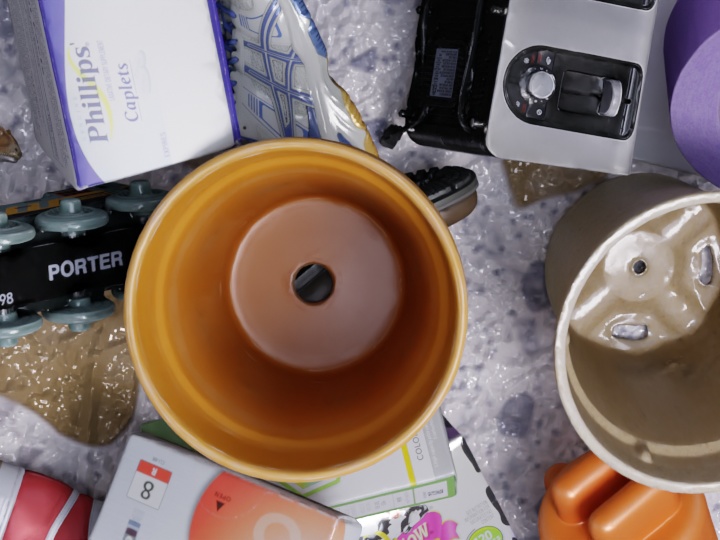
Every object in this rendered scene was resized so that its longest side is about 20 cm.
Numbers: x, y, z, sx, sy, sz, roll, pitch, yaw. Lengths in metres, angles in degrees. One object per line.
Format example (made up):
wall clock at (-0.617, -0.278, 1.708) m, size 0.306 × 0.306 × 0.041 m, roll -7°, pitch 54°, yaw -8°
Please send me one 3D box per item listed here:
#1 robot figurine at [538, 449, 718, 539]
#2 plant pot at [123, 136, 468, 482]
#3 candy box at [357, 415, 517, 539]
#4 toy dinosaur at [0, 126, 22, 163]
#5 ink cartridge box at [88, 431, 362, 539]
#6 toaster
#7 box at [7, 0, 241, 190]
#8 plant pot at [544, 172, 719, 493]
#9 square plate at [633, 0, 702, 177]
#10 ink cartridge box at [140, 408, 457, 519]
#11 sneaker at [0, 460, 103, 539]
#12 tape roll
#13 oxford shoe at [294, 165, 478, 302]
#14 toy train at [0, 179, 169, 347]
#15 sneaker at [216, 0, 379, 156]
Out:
robot figurine at (0.188, 0.196, 1.671) m, size 0.144 × 0.117 × 0.200 m, roll 2°, pitch 144°, yaw 20°
plant pot at (-0.033, 0.017, 1.504) m, size 0.200 × 0.183 × 0.200 m, roll 0°, pitch 94°, yaw 3°
candy box at (0.033, 0.225, 1.693) m, size 0.168 × 0.072 × 0.200 m, roll -30°, pitch 107°, yaw -6°
toy dinosaur at (-0.318, -0.057, 1.559) m, size 0.200 × 0.060 × 0.106 m, roll -4°, pitch 91°, yaw -23°
ink cartridge box at (-0.109, 0.221, 1.545) m, size 0.162 × 0.050 × 0.200 m, roll 20°, pitch 83°, yaw 25°
toaster at (0.108, -0.155, 1.574) m, size 0.119 × 0.200 × 0.181 m, roll 9°, pitch 92°, yaw -18°
box at (-0.155, -0.163, 1.491) m, size 0.105 × 0.200 × 0.184 m, roll -14°, pitch 105°, yaw -11°
plant pot at (0.204, 0.021, 1.625) m, size 0.200 × 0.183 × 0.201 m, roll -3°, pitch 107°, yaw -9°
square plate at (0.275, -0.152, 1.673) m, size 0.200 × 0.028 × 0.198 m, roll 14°, pitch 112°, yaw -16°
ink cartridge box at (-0.044, 0.116, 1.616) m, size 0.200 × 0.059 × 0.104 m, roll -13°, pitch 70°, yaw 0°
sneaker at (-0.220, 0.236, 1.629) m, size 0.112 × 0.071 × 0.200 m, roll 17°, pitch 96°, yaw -8°
tape roll at (0.299, -0.130, 1.594) m, size 0.200 × 0.066 × 0.200 m, roll 1°, pitch 138°, yaw 1°
oxford shoe at (0.000, 0.000, 1.639) m, size 0.200 × 0.073 × 0.084 m, roll -32°, pitch 111°, yaw 7°
toy train at (-0.196, -0.009, 1.534) m, size 0.200 × 0.114 × 0.085 m, roll -14°, pitch 106°, yaw -37°
sneaker at (-0.064, -0.128, 1.584) m, size 0.088 × 0.075 × 0.200 m, roll -29°, pitch 111°, yaw -3°
